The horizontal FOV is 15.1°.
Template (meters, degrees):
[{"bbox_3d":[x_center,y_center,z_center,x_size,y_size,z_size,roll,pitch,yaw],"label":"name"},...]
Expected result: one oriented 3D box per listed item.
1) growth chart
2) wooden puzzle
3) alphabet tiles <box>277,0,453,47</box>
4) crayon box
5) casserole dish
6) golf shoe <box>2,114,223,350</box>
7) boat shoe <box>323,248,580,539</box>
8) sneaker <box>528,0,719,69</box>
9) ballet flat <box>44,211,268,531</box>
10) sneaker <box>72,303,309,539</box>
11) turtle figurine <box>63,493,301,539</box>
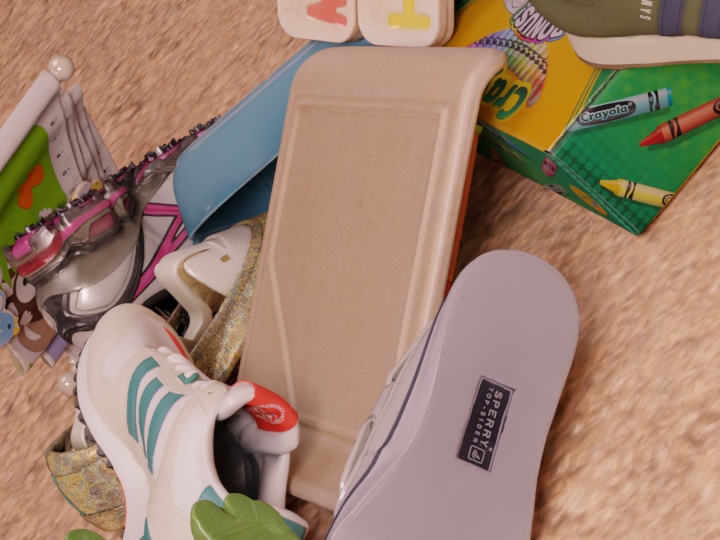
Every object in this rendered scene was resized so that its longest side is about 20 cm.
[{"bbox_3d":[-0.159,-0.017,1.420,0.018,0.200,0.145,17,68,23],"label":"growth chart"},{"bbox_3d":[0.000,0.000,1.178,0.185,0.037,0.200,11,86,65],"label":"wooden puzzle"},{"bbox_3d":[-0.001,-0.201,1.221,0.195,0.200,0.015,10,16,40],"label":"alphabet tiles"},{"bbox_3d":[0.100,-0.095,1.168,0.119,0.058,0.200,-50,22,-2],"label":"crayon box"},{"bbox_3d":[-0.016,-0.083,1.327,0.200,0.039,0.121,-40,-9,24],"label":"casserole dish"},{"bbox_3d":[-0.099,-0.016,1.405,0.073,0.092,0.200,-27,8,43],"label":"golf shoe"},{"bbox_3d":[0.023,0.084,1.016,0.066,0.072,0.200,131,160,-59],"label":"boat shoe"},{"bbox_3d":[0.130,-0.125,0.997,0.200,0.090,0.067,-5,55,45],"label":"sneaker"},{"bbox_3d":[-0.084,0.031,1.310,0.200,0.071,0.071,-57,23,-18],"label":"ballet flat"},{"bbox_3d":[-0.064,0.071,1.165,0.093,0.070,0.200,-46,35,23],"label":"sneaker"},{"bbox_3d":[-0.101,0.155,0.984,0.200,0.144,0.194,-95,22,-52],"label":"turtle figurine"}]
